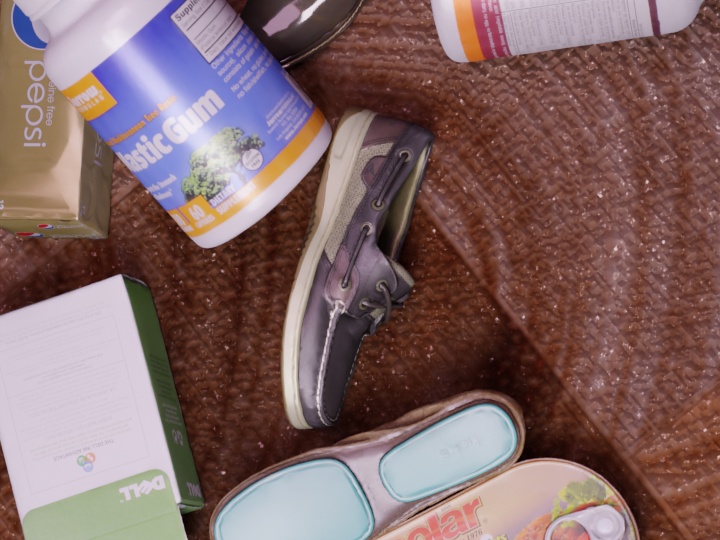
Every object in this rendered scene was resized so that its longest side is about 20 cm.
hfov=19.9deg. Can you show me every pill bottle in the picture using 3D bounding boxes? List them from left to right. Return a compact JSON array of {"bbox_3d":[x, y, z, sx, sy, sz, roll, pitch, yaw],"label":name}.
[{"bbox_3d":[-0.119,-0.121,1.233,0.112,0.112,0.200,-41,104,2],"label":"pill bottle"},{"bbox_3d":[0.142,-0.192,1.232,0.198,0.110,0.111,-7,79,10],"label":"pill bottle"}]

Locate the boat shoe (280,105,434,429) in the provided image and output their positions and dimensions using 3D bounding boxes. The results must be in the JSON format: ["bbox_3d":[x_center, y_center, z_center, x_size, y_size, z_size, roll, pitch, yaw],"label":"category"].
[{"bbox_3d":[0.000,0.000,1.249,0.065,0.072,0.203,8,78,17],"label":"boat shoe"}]

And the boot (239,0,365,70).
[{"bbox_3d":[-0.019,-0.211,1.273,0.075,0.097,0.200,41,90,15],"label":"boot"}]

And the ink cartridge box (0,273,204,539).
[{"bbox_3d":[-0.161,0.115,1.267,0.103,0.059,0.202,-18,78,8],"label":"ink cartridge box"}]

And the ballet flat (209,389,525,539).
[{"bbox_3d":[0.006,0.122,1.226,0.199,0.072,0.068,-27,95,6],"label":"ballet flat"}]

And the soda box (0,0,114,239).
[{"bbox_3d":[-0.193,-0.124,1.308,0.063,0.068,0.202,1,81,10],"label":"soda box"}]

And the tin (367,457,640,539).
[{"bbox_3d":[0.073,0.188,1.221,0.199,0.042,0.113,-27,81,6],"label":"tin"}]
